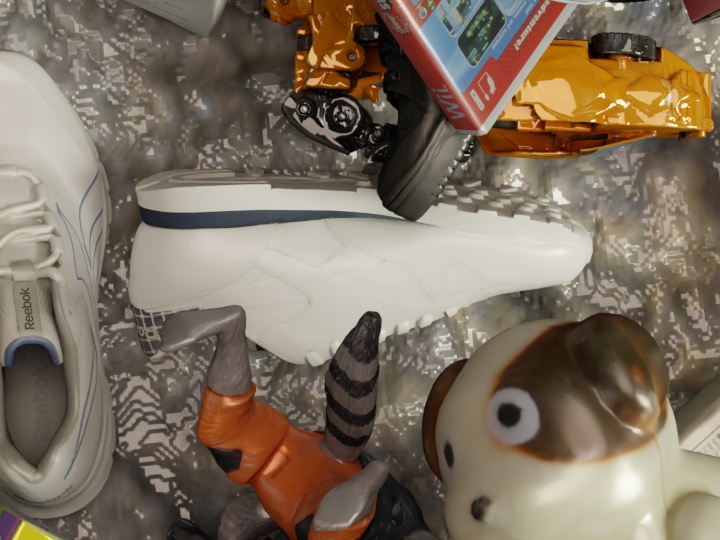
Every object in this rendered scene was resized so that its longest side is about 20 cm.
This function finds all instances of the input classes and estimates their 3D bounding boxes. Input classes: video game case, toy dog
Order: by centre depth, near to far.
[{"bbox_3d":[0.112,0.102,1.111,0.200,0.139,0.194,43,59,-25],"label":"toy dog"},{"bbox_3d":[0.033,-0.173,1.131,0.143,0.017,0.200,-54,128,-25],"label":"video game case"}]

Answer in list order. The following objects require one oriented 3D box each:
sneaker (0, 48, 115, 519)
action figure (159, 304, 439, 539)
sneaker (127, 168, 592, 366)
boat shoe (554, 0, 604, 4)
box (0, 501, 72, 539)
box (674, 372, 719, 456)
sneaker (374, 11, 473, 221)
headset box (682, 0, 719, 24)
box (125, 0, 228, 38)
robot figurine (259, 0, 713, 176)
[{"bbox_3d":[-0.137,0.003,1.222,0.074,0.087,0.201,-10,85,-5],"label":"sneaker"},{"bbox_3d":[0.008,0.110,1.181,0.200,0.194,0.105,32,72,27],"label":"action figure"},{"bbox_3d":[0.000,0.000,1.252,0.199,0.076,0.081,2,97,-1],"label":"sneaker"},{"bbox_3d":[0.083,-0.136,1.126,0.199,0.067,0.074,-15,106,-42],"label":"boat shoe"},{"bbox_3d":[-0.113,0.211,1.169,0.200,0.097,0.177,32,82,-24],"label":"box"},{"bbox_3d":[0.156,0.107,1.247,0.200,0.078,0.095,-39,90,-8],"label":"box"},{"bbox_3d":[0.018,-0.129,1.204,0.104,0.060,0.201,24,79,-7],"label":"sneaker"},{"bbox_3d":[0.189,-0.204,1.252,0.148,0.075,0.201,-17,87,-34],"label":"headset box"},{"bbox_3d":[-0.123,-0.202,1.184,0.198,0.200,0.131,23,85,-3],"label":"box"},{"bbox_3d":[0.054,-0.109,1.265,0.199,0.058,0.146,3,84,-6],"label":"robot figurine"}]
